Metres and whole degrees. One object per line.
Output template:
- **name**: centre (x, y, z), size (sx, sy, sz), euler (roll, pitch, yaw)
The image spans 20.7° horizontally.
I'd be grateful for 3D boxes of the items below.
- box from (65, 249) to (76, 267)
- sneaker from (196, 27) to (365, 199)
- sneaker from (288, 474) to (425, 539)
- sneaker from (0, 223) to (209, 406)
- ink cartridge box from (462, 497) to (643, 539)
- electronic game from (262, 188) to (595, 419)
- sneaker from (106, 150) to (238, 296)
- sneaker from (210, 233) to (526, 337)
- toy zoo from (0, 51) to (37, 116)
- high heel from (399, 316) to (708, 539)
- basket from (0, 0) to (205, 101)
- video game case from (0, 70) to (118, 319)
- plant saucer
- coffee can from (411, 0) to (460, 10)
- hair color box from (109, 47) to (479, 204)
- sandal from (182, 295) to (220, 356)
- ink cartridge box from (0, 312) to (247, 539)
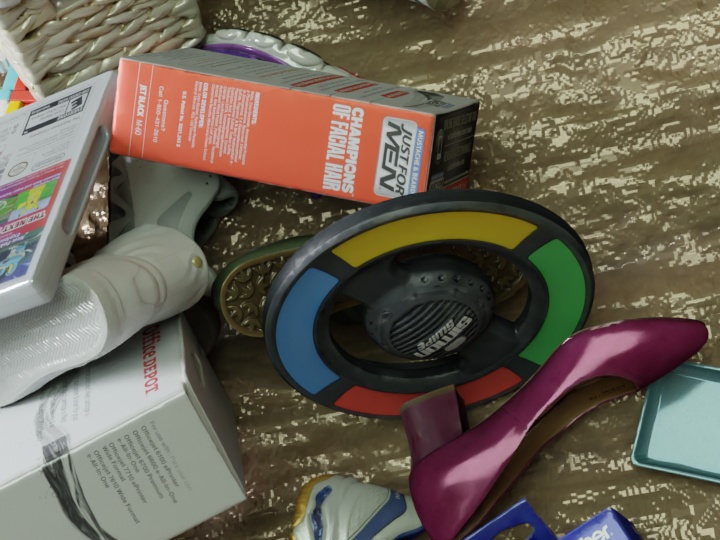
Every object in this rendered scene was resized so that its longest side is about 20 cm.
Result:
- **box**: centre (-0.294, 0.029, 1.314), size (0.199, 0.100, 0.075), euler (-24, 70, 10)
- **sneaker**: centre (-0.031, -0.095, 1.282), size (0.200, 0.081, 0.084), euler (29, 91, 21)
- **sneaker**: centre (-0.007, 0.227, 1.188), size (0.088, 0.075, 0.201), euler (8, 83, 8)
- **sneaker**: centre (-0.177, 0.027, 1.211), size (0.200, 0.115, 0.074), euler (-13, 100, 44)
- **ink cartridge box**: centre (0.132, 0.232, 1.144), size (0.136, 0.076, 0.200), euler (-34, 67, 5)
- **electronic game**: centre (0.041, 0.024, 1.165), size (0.199, 0.200, 0.042), euler (-21, 49, 10)
- **sneaker**: centre (-0.126, -0.066, 1.312), size (0.088, 0.074, 0.201), euler (-2, 70, -4)
- **sneaker**: centre (0.000, 0.000, 1.248), size (0.199, 0.090, 0.067), euler (-9, 96, -15)
- **toy zoo**: centre (-0.236, -0.117, 1.348), size (0.131, 0.020, 0.201), euler (2, 58, 17)
- **high heel**: centre (0.123, 0.097, 1.175), size (0.199, 0.067, 0.096), euler (-23, 62, 16)
- **basket**: centre (-0.200, -0.214, 1.299), size (0.135, 0.124, 0.200), euler (-29, 45, -9)
- **video game case**: centre (-0.242, -0.027, 1.205), size (0.199, 0.023, 0.183), euler (-18, 40, 30)
- **plant saucer**: centre (0.265, 0.104, 1.168), size (0.199, 0.019, 0.070), euler (11, 78, 19)
- **coffee can**: centre (-0.017, -0.266, 1.286), size (0.199, 0.146, 0.147), euler (20, 82, 20)
- **hair color box**: centre (-0.039, -0.088, 1.200), size (0.199, 0.111, 0.064), euler (11, 102, 16)
- **sandal**: centre (-0.176, 0.074, 1.270), size (0.199, 0.082, 0.055), euler (-24, 46, 12)
- **ink cartridge box**: centre (-0.175, 0.121, 1.177), size (0.199, 0.145, 0.084), euler (-27, 109, 2)
